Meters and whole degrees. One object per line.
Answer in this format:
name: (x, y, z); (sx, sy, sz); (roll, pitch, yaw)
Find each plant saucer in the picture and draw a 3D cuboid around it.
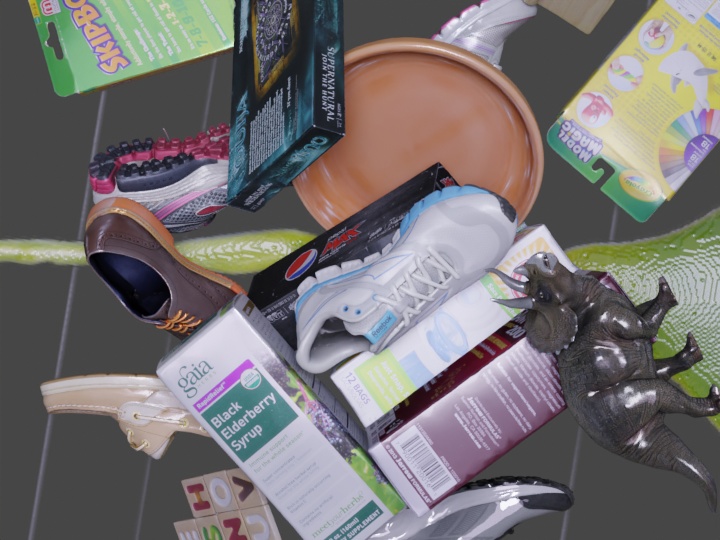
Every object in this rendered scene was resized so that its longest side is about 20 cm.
plant saucer: (0.042, -0.093, 1.017); (0.200, 0.037, 0.200); (5, 126, 7)

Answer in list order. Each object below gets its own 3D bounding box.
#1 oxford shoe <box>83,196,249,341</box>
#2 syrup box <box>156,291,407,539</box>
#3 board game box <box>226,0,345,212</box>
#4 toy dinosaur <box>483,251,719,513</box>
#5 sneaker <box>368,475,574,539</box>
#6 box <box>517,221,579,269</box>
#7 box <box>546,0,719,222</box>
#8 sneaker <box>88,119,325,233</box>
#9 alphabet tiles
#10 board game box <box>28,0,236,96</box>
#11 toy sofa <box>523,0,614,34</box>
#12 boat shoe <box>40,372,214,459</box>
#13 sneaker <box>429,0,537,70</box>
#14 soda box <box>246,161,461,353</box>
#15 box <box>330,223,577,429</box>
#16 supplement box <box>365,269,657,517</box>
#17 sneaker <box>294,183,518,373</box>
oxford shoe: (-0.146, 0.031, 1.049); (0.071, 0.073, 0.200); (-38, 116, 24)
syrup box: (-0.058, 0.119, 0.996); (0.079, 0.081, 0.200); (-40, 96, 5)
board game box: (-0.057, -0.160, 0.989); (0.028, 0.135, 0.200); (15, 61, -28)
toy dinosaur: (0.166, 0.064, 0.836); (0.102, 0.077, 0.200); (-25, 98, 12)
sneaker: (0.079, 0.216, 1.068); (0.200, 0.074, 0.079); (-18, 81, 3)
box: (0.091, 0.053, 1.090); (0.137, 0.038, 0.200); (40, 90, 0)
box: (0.254, -0.147, 1.086); (0.117, 0.048, 0.200); (41, 88, 0)
sneaker: (-0.119, -0.075, 1.081); (0.200, 0.081, 0.075); (-10, 124, -6)
alphabet tiles: (-0.081, 0.254, 1.046); (0.008, 0.167, 0.200); (-20, 90, -42)
board game box: (-0.170, -0.215, 1.099); (0.200, 0.030, 0.096); (-16, 89, -3)
toy sofa: (0.195, -0.297, 1.037); (0.098, 0.083, 0.200); (33, 69, -1)
boat shoe: (-0.163, 0.120, 1.074); (0.200, 0.074, 0.069); (2, 84, 0)
sneaker: (0.076, -0.146, 1.076); (0.200, 0.081, 0.088); (-44, 93, 7)
soda box: (0.000, 0.000, 1.027); (0.200, 0.071, 0.063); (-30, 116, 28)
box: (0.088, 0.064, 1.019); (0.200, 0.101, 0.113); (-35, 91, 0)
supplement box: (0.100, 0.081, 0.915); (0.200, 0.109, 0.061); (-36, 92, -1)
sneaker: (0.030, 0.017, 0.936); (0.200, 0.087, 0.075); (-35, 113, 28)
